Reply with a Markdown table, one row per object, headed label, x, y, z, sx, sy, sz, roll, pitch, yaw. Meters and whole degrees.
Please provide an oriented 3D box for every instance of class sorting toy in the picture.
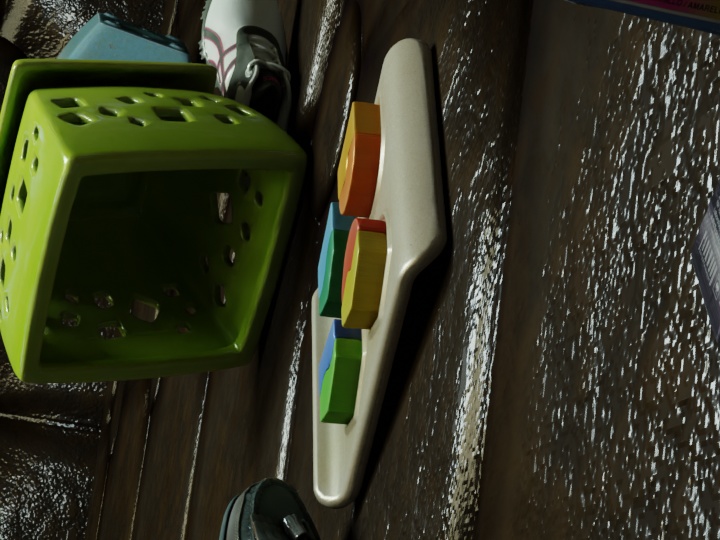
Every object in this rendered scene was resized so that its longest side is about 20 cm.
| label | x | y | z | sx | sy | sz | roll | pitch | yaw |
| --- | --- | --- | --- | --- | --- | --- | --- | --- | --- |
| sorting toy | 0.000 | 0.000 | 1.123 | 0.186 | 0.036 | 0.201 | -92 | 16 | -48 |

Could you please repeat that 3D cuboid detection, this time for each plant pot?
| label | x | y | z | sx | sy | sz | roll | pitch | yaw |
| --- | --- | --- | --- | --- | --- | --- | --- | --- | --- |
| plant pot | -0.294 | -0.197 | 2.474 | 0.196 | 0.195 | 0.201 | -122 | 51 | -74 |
| plant pot | -0.179 | -0.051 | 1.542 | 0.182 | 0.198 | 0.201 | 53 | 135 | 44 |

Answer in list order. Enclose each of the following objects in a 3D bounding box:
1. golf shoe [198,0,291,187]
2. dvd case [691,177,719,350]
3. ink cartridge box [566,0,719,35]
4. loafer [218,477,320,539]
| label | x | y | z | sx | sy | sz | roll | pitch | yaw |
| --- | --- | --- | --- | --- | --- | --- | --- | --- | --- |
| golf shoe | -0.081 | -0.157 | 1.646 | 0.088 | 0.077 | 0.201 | -32 | 54 | 56 |
| dvd case | 0.133 | -0.042 | 0.511 | 0.149 | 0.016 | 0.201 | -94 | 16 | -55 |
| ink cartridge box | 0.104 | -0.194 | 0.636 | 0.137 | 0.076 | 0.201 | -99 | 20 | -59 |
| loafer | -0.027 | 0.183 | 1.064 | 0.063 | 0.072 | 0.201 | -49 | 34 | 32 |
